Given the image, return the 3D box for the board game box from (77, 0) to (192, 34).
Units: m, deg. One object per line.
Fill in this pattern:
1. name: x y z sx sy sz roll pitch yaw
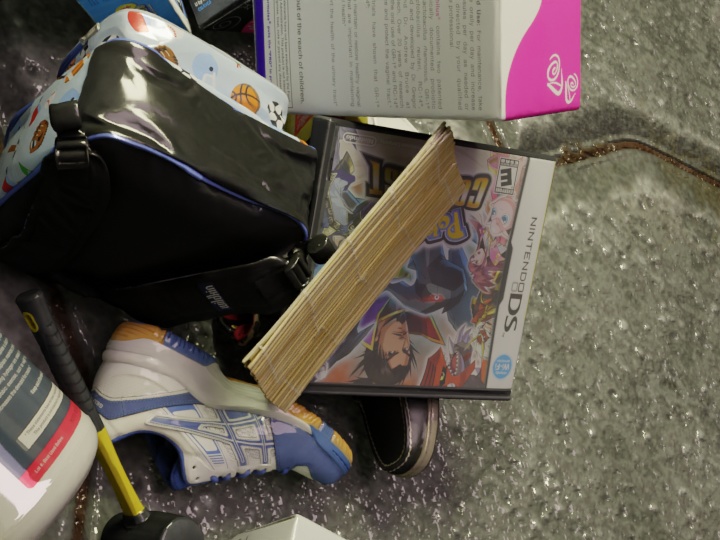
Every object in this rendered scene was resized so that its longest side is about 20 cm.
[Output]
1. board game box: -0.187 -0.273 0.921 0.055 0.200 0.197 -18 79 2

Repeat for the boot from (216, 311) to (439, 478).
1. boot: -0.025 0.051 0.979 0.150 0.073 0.202 10 60 -38

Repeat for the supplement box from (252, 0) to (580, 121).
1. supplement box: 0.035 -0.154 0.880 0.101 0.199 0.104 -14 106 -49

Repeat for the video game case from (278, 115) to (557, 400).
1. video game case: 0.040 -0.002 0.928 0.199 0.025 0.182 5 99 -35

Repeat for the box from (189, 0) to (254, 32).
1. box: -0.040 -0.264 1.041 0.199 0.132 0.116 -14 79 -58

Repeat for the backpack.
1. backpack: -0.142 -0.058 0.853 0.199 0.190 0.155 31 47 -32

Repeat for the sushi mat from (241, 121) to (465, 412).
1. sushi mat: 0.000 0.000 0.852 0.012 0.096 0.200 35 77 20

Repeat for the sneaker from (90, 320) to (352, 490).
1. sneaker: -0.097 0.112 0.907 0.199 0.075 0.089 31 74 -27

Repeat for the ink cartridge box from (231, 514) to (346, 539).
1. ink cartridge box: -0.005 0.273 0.887 0.199 0.083 0.147 33 53 -25

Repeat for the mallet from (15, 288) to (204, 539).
1. mallet: -0.151 0.103 0.808 0.041 0.065 0.201 -40 123 -42

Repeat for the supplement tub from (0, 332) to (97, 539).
1. supplement tub: -0.255 0.074 0.730 0.200 0.140 0.141 47 48 -13

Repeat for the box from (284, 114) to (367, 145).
1. box: -0.032 -0.095 0.997 0.050 0.075 0.201 26 37 -20

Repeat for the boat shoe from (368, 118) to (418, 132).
1. boat shoe: 0.062 -0.065 1.109 0.072 0.066 0.201 -31 92 -43
